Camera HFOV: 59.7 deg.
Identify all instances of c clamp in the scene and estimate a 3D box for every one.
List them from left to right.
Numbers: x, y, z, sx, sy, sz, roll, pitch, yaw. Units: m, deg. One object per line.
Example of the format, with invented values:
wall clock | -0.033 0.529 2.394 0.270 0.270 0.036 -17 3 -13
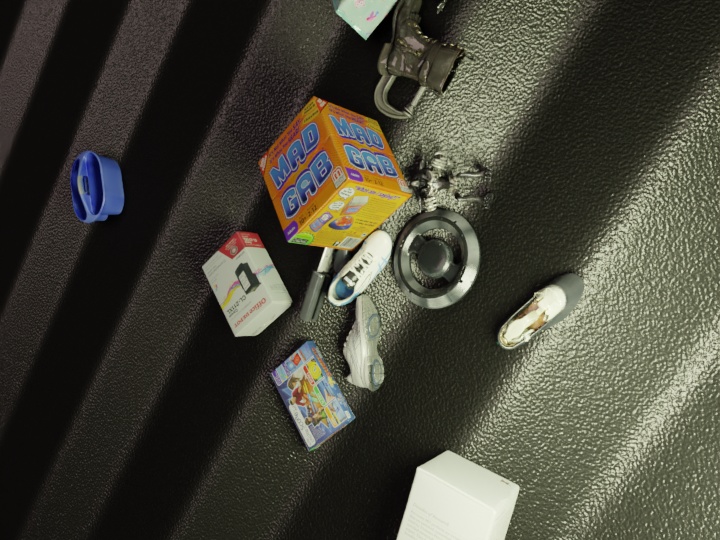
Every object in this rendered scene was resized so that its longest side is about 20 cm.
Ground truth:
c clamp | 0.118 -0.404 1.326 0.171 0.027 0.202 45 109 23

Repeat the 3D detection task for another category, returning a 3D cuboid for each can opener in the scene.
can opener | -0.077 0.025 1.408 0.066 0.053 0.205 24 101 29

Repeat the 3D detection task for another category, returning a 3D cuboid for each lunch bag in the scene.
lunch bag | 0.012 -0.633 1.341 0.169 0.120 0.204 -39 46 26

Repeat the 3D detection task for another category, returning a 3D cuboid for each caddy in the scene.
caddy | -0.757 -0.234 1.780 0.138 0.104 0.206 -16 80 27

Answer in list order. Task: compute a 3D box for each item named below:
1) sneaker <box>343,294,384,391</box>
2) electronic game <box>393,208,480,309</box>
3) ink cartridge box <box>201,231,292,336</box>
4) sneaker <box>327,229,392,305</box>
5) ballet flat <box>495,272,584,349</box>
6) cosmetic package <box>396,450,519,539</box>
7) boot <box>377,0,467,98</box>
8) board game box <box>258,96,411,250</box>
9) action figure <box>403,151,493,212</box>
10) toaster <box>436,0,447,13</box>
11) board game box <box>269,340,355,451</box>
sneaker | -0.002 0.155 1.352 0.085 0.074 0.207 -2 86 34
electronic game | 0.154 -0.024 1.283 0.195 0.041 0.207 -7 77 33
ink cartridge box | -0.272 0.033 1.504 0.145 0.082 0.203 -39 70 22
sneaker | 0.000 0.000 1.348 0.071 0.073 0.201 39 112 1
ballet flat | 0.329 0.081 1.163 0.199 0.072 0.074 -43 69 21
cosmetic package | 0.178 0.482 1.179 0.163 0.166 0.206 19 97 29
boot | 0.139 -0.461 1.280 0.171 0.069 0.205 21 90 26
board game box | -0.054 -0.189 1.290 0.199 0.197 0.204 -39 62 32
action figure | 0.163 -0.175 1.251 0.195 0.101 0.123 5 92 26
toaster | 0.164 -0.652 1.225 0.199 0.179 0.120 -41 67 21
board game box | -0.113 0.285 1.429 0.135 0.034 0.203 -39 70 24
